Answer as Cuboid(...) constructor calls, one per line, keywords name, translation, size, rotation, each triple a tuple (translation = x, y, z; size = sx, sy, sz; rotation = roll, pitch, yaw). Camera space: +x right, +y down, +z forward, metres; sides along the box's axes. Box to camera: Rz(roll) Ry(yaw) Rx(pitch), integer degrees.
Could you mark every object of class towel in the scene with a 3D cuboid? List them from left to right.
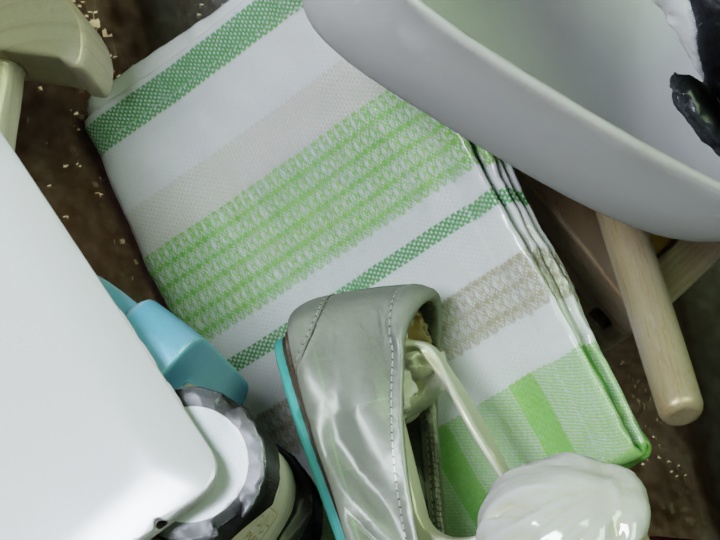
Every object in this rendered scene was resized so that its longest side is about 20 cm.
Cuboid(name="towel", translation=(0.000, 0.000, 0.992), size=(0.031, 0.149, 0.201), rotation=(-22, 82, -53))

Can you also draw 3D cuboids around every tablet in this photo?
Cuboid(name="tablet", translation=(-0.143, 0.024, 0.905), size=(0.130, 0.014, 0.200), rotation=(-36, 67, 2))

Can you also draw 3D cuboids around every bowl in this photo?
Cuboid(name="bowl", translation=(0.063, -0.111, 0.946), size=(0.200, 0.075, 0.200), rotation=(27, 53, -27))

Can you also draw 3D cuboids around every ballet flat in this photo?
Cuboid(name="ballet flat", translation=(0.024, 0.099, 0.922), size=(0.063, 0.067, 0.201), rotation=(-16, 78, 9))

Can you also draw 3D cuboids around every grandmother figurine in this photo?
Cuboid(name="grandmother figurine", translation=(0.116, 0.125, 0.917), size=(0.200, 0.121, 0.061), rotation=(38, 100, -20))

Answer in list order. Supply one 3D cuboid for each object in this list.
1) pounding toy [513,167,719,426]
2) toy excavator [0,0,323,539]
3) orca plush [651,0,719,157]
Cuboid(name="pounding toy", translation=(0.079, -0.051, 1.048), size=(0.200, 0.142, 0.184), rotation=(-40, 91, -34))
Cuboid(name="toy excavator", translation=(-0.100, 0.026, 0.946), size=(0.200, 0.100, 0.195), rotation=(35, 84, 16))
Cuboid(name="orca plush", translation=(0.132, -0.105, 0.901), size=(0.105, 0.071, 0.201), rotation=(-18, 81, -46))
